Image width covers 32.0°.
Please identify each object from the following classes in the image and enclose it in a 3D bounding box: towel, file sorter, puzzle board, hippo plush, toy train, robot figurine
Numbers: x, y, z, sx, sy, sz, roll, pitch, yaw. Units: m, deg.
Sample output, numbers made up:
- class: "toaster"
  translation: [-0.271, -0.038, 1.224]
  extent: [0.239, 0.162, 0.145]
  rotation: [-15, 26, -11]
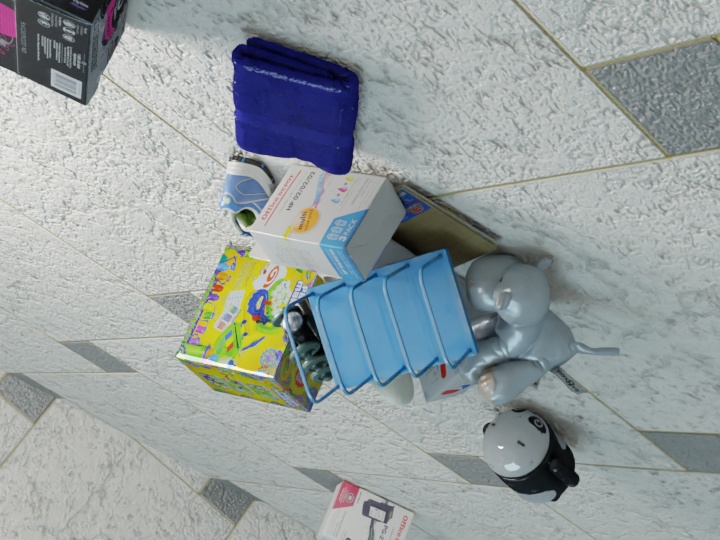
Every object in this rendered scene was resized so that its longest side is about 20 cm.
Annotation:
- class: "towel"
  translation: [-0.073, -0.186, 1.431]
  extent: [0.146, 0.050, 0.200]
  rotation: [14, 157, 3]
- class: "file sorter"
  translation: [0.022, 0.073, 1.563]
  extent: [0.198, 0.140, 0.123]
  rotation: [-16, -176, 21]
- class: "puzzle board"
  translation: [0.072, -0.050, 1.637]
  extent: [0.150, 0.018, 0.200]
  rotation: [31, 156, -16]
- class: "hippo plush"
  translation: [0.192, 0.070, 1.599]
  extent: [0.199, 0.159, 0.161]
  rotation: [28, 156, 41]
- class: "toy train"
  translation: [-0.046, 0.086, 1.744]
  extent: [0.086, 0.113, 0.200]
  rotation: [61, -177, 24]
- class: "robot figurine"
  translation: [0.287, 0.313, 2.119]
  extent: [0.149, 0.126, 0.200]
  rotation: [-19, 139, 25]

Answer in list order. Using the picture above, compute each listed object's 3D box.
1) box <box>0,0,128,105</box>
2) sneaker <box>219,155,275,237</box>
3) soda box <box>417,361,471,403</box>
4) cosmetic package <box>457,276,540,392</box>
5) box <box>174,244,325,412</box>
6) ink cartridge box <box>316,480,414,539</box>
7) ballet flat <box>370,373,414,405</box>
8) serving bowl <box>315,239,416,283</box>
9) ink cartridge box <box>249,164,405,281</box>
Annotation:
- class: "box"
  translation: [-0.323, -0.287, 1.348]
  extent: [0.131, 0.116, 0.200]
  rotation: [24, 160, -6]
- class: "sneaker"
  translation: [-0.138, -0.073, 1.708]
  extent: [0.075, 0.078, 0.200]
  rotation: [8, 155, 30]
- class: "soda box"
  translation: [0.145, 0.144, 1.913]
  extent: [0.067, 0.064, 0.200]
  rotation: [-12, 165, -16]
- class: "cosmetic package"
  translation: [0.176, 0.088, 1.764]
  extent: [0.199, 0.083, 0.051]
  rotation: [32, 154, -23]
- class: "box"
  translation: [-0.141, 0.085, 1.908]
  extent: [0.191, 0.201, 0.122]
  rotation: [9, 155, 33]
- class: "ink cartridge box"
  translation: [0.014, 0.624, 3.071]
  extent: [0.199, 0.146, 0.084]
  rotation: [25, 158, -5]
- class: "ballet flat"
  translation: [0.027, 0.103, 1.843]
  extent: [0.069, 0.201, 0.070]
  rotation: [-18, 148, -12]
- class: "serving bowl"
  translation: [0.000, 0.000, 1.718]
  extent: [0.199, 0.066, 0.200]
  rotation: [25, 167, 6]
- class: "ink cartridge box"
  translation: [-0.057, -0.064, 1.577]
  extent: [0.199, 0.116, 0.068]
  rotation: [11, 148, 38]
